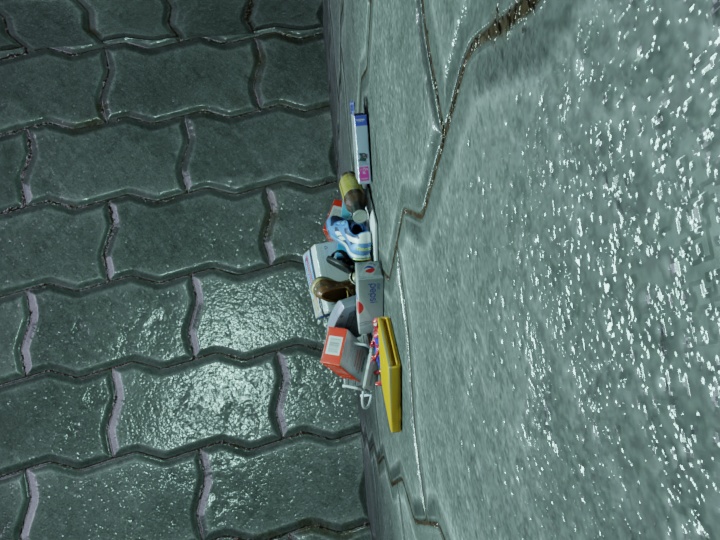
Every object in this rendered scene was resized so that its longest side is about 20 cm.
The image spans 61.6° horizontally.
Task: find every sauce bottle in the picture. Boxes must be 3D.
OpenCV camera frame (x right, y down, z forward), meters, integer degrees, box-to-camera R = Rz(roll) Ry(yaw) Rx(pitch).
[{"bbox_3d":[-0.017,-0.194,1.622,0.202,0.063,0.066,-104,9,-52],"label":"sauce bottle"}]

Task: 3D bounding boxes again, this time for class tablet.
[{"bbox_3d":[0.029,-0.119,1.610,0.202,0.013,0.133,-100,6,-56],"label":"tablet"}]

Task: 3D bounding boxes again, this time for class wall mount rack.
[{"bbox_3d":[0.014,0.276,1.659,0.174,0.073,0.205,44,-125,-61],"label":"wall mount rack"}]

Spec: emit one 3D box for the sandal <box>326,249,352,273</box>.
[{"bbox_3d":[-0.054,-0.029,1.630,0.049,0.074,0.200,-61,6,-2],"label":"sandal"}]

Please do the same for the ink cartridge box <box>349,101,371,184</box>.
[{"bbox_3d":[0.000,-0.334,1.564,0.120,0.041,0.206,-106,9,-74],"label":"ink cartridge box"}]

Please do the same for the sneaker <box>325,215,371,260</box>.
[{"bbox_3d":[-0.027,-0.106,1.607,0.200,0.072,0.084,44,135,44],"label":"sneaker"}]

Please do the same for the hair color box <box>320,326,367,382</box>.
[{"bbox_3d":[-0.042,0.235,1.674,0.200,0.060,0.104,53,-134,-61],"label":"hair color box"}]

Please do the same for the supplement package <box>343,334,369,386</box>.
[{"bbox_3d":[-0.007,0.248,1.903,0.202,0.108,0.159,92,171,-56],"label":"supplement package"}]

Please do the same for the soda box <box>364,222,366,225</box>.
[{"bbox_3d":[-0.010,-0.094,1.852,0.069,0.062,0.204,-100,7,-49],"label":"soda box"}]

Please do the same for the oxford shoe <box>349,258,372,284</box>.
[{"bbox_3d":[0.000,0.000,1.661,0.200,0.072,0.072,177,71,-87],"label":"oxford shoe"}]

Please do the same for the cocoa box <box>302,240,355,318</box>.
[{"bbox_3d":[-0.078,0.025,1.791,0.131,0.130,0.206,151,108,-65],"label":"cocoa box"}]

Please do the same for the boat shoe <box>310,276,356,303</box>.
[{"bbox_3d":[-0.041,0.066,1.668,0.068,0.196,0.074,46,123,54],"label":"boat shoe"}]

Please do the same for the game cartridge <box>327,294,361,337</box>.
[{"bbox_3d":[-0.027,0.134,1.685,0.042,0.130,0.202,63,154,30],"label":"game cartridge"}]

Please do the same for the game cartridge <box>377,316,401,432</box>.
[{"bbox_3d":[0.068,0.239,1.380,0.178,0.031,0.204,-101,5,-57],"label":"game cartridge"}]

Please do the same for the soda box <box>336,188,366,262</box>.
[{"bbox_3d":[-0.026,-0.131,1.725,0.064,0.066,0.206,101,175,-75],"label":"soda box"}]

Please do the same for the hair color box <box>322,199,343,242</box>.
[{"bbox_3d":[-0.054,-0.125,1.930,0.201,0.062,0.113,67,-140,-65],"label":"hair color box"}]

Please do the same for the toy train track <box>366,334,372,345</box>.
[{"bbox_3d":[0.034,0.178,1.776,0.115,0.032,0.205,130,132,-61],"label":"toy train track"}]

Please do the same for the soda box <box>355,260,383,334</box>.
[{"bbox_3d":[0.023,0.071,1.542,0.064,0.066,0.203,-100,7,-46],"label":"soda box"}]

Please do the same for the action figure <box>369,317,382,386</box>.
[{"bbox_3d":[0.046,0.202,1.536,0.066,0.050,0.204,-92,2,-56],"label":"action figure"}]
